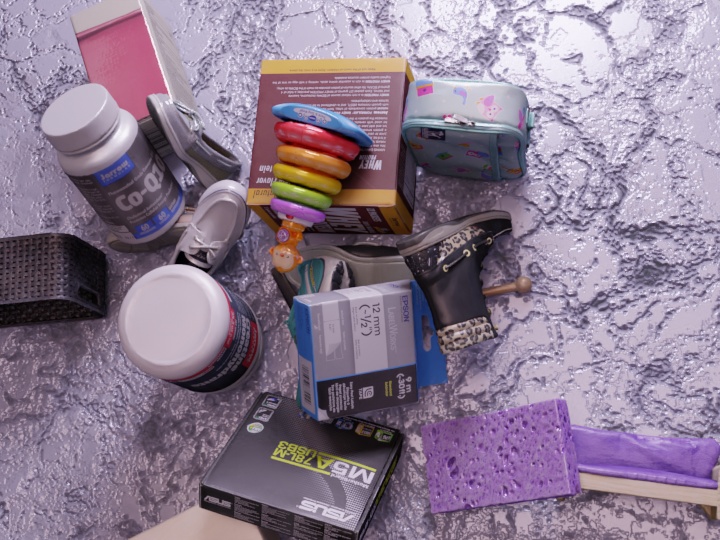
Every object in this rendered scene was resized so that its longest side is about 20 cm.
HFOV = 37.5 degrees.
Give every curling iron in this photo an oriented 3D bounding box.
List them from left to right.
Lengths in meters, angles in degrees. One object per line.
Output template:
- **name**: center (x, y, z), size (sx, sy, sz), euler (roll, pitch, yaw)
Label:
- **curling iron**: center (-0.077, 0.081, 1.410), size (0.049, 0.026, 0.200), euler (-25, 72, 2)

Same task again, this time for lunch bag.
- **lunch bag**: center (0.140, -0.174, 1.338), size (0.160, 0.200, 0.077), euler (9, 80, 12)

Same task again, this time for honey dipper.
- **honey dipper**: center (0.124, 0.038, 1.378), size (0.199, 0.038, 0.038), euler (-12, 74, 4)

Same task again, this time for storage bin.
- **storage bin**: center (-0.462, 0.016, 1.451), size (0.199, 0.135, 0.094), euler (-6, 75, 10)

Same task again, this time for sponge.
- **sponge**: center (0.165, 0.226, 1.274), size (0.200, 0.030, 0.112), euler (-19, 69, 37)

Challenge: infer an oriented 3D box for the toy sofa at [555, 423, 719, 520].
- **toy sofa**: center (0.331, 0.236, 1.256), size (0.199, 0.083, 0.098), euler (5, 78, 13)

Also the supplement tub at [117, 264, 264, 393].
- **supplement tub**: center (-0.208, 0.080, 1.347), size (0.140, 0.200, 0.141), euler (-3, 76, 11)

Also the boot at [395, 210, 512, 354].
- **boot**: center (0.138, 0.011, 1.325), size (0.073, 0.203, 0.154), euler (-21, 87, 43)

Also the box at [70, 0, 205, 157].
- **box**: center (-0.312, -0.271, 1.496), size (0.109, 0.128, 0.200), euler (-23, 72, 6)

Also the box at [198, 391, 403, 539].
- **box**: center (-0.067, 0.241, 1.292), size (0.199, 0.193, 0.048), euler (15, 120, 13)

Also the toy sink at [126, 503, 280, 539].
- **toy sink**: center (-0.200, 0.372, 1.320), size (0.200, 0.112, 0.131), euler (-28, 72, -1)

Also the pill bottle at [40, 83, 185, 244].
- **pill bottle**: center (-0.321, -0.138, 1.380), size (0.113, 0.200, 0.114), euler (-14, 47, 15)

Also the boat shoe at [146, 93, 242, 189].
- **boat shoe**: center (-0.222, -0.177, 1.417), size (0.065, 0.202, 0.074), euler (-36, 56, -2)

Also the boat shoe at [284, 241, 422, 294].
- **boat shoe**: center (0.000, 0.000, 1.400), size (0.199, 0.060, 0.076), euler (9, 106, 14)

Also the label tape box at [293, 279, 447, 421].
- **label tape box**: center (0.024, 0.092, 1.299), size (0.199, 0.066, 0.144), euler (-7, 100, -20)

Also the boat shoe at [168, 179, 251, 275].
- **boat shoe**: center (-0.202, -0.030, 1.394), size (0.073, 0.200, 0.065), euler (24, 38, -10)

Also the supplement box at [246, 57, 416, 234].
- **supplement box**: center (-0.031, -0.161, 1.406), size (0.197, 0.133, 0.201), euler (1, 76, 13)

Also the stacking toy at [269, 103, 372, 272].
- **stacking toy**: center (-0.070, -0.094, 1.285), size (0.116, 0.110, 0.201), euler (17, 91, 14)

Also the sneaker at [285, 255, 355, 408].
- **sneaker**: center (-0.056, 0.081, 1.359), size (0.079, 0.077, 0.201), euler (4, 85, 33)

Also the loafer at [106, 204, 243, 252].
- **loafer**: center (-0.257, -0.068, 1.467), size (0.199, 0.072, 0.063), euler (-5, 67, 14)
